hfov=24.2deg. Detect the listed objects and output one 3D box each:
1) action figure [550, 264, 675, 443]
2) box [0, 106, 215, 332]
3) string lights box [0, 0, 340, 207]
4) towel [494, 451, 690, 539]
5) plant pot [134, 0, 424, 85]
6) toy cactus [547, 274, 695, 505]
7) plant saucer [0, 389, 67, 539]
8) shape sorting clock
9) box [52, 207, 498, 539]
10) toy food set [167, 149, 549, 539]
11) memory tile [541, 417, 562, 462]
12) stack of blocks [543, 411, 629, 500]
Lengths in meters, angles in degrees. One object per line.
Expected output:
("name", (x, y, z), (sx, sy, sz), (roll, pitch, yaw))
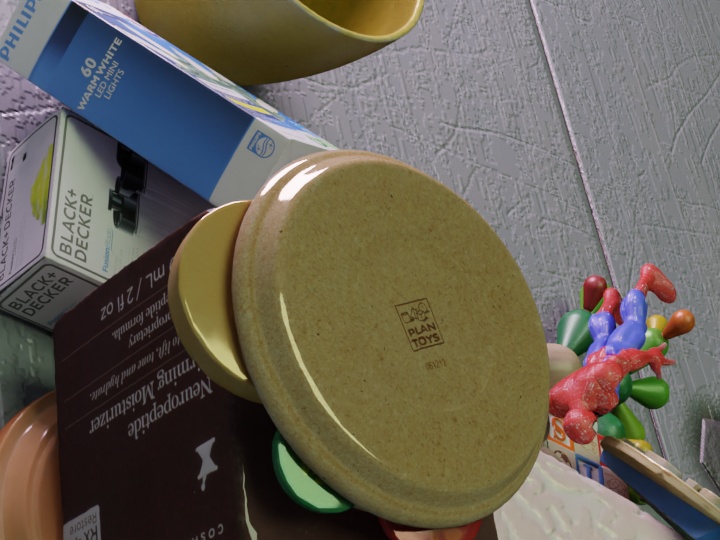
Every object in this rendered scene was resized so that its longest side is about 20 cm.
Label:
("action figure", (0.176, 0.063, 1.176), (0.052, 0.065, 0.200), (55, 33, -7))
("box", (-0.121, 0.000, 1.023), (0.200, 0.060, 0.117), (28, 44, -32))
("string lights box", (-0.112, -0.097, 1.011), (0.200, 0.059, 0.103), (34, 9, 19))
("towel", (0.102, 0.190, 1.006), (0.200, 0.032, 0.191), (31, 45, -11))
("plant pot", (-0.075, -0.207, 1.164), (0.200, 0.142, 0.200), (29, 43, -32))
("toy cactus", (0.182, 0.085, 1.290), (0.165, 0.102, 0.200), (13, 62, -31))
("plant saucer", (-0.121, 0.152, 0.933), (0.200, 0.032, 0.201), (30, 43, -32))
("shape sorting clock", (0.244, 0.176, 1.135), (0.200, 0.039, 0.200), (42, -1, 1))
("box", (-0.047, 0.100, 0.873), (0.164, 0.166, 0.200), (13, 59, -37))
("toy food set", (0.014, 0.036, 0.808), (0.200, 0.049, 0.198), (-34, 92, -47))
("memory tile", (0.070, 0.072, 1.122), (0.153, 0.017, 0.200), (7, 57, -46))
("stack of blocks", (0.102, 0.147, 1.164), (0.200, 0.059, 0.115), (27, 44, -33))
